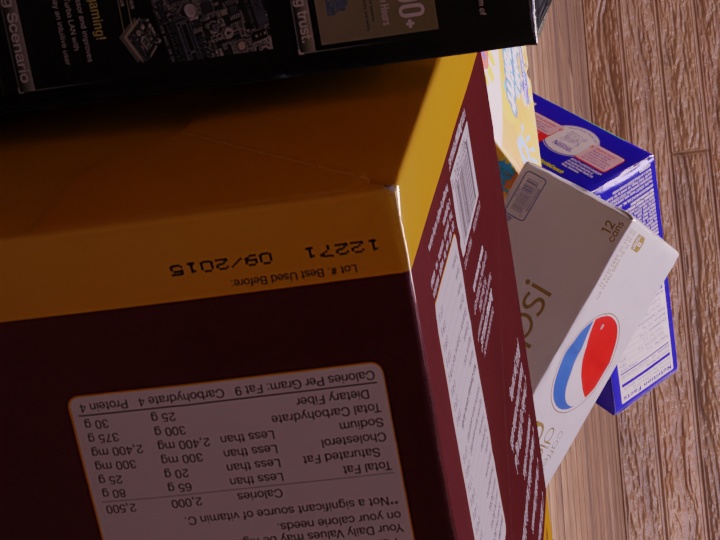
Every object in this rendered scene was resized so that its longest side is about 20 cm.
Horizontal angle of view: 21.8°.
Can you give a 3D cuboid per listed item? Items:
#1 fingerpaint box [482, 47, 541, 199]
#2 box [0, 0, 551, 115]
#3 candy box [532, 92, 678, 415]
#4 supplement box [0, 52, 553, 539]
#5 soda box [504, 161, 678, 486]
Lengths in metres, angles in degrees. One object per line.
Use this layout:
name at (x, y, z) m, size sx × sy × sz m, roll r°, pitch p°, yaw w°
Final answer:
fingerpaint box at (0.016, -0.140, 0.886) m, size 0.167 × 0.073 × 0.202 m, roll 45°, pitch 34°, yaw -48°
box at (-0.042, -0.154, 0.482) m, size 0.086 × 0.162 × 0.202 m, roll -62°, pitch 143°, yaw -70°
candy box at (0.154, -0.018, 1.412) m, size 0.169 × 0.077 × 0.201 m, roll 36°, pitch -34°, yaw 47°
supplement box at (-0.025, 0.045, 0.537) m, size 0.198 × 0.131 × 0.202 m, roll -70°, pitch 151°, yaw -67°
soda box at (0.063, 0.057, 0.856) m, size 0.201 × 0.063 × 0.068 m, roll -60°, pitch 149°, yaw 3°
